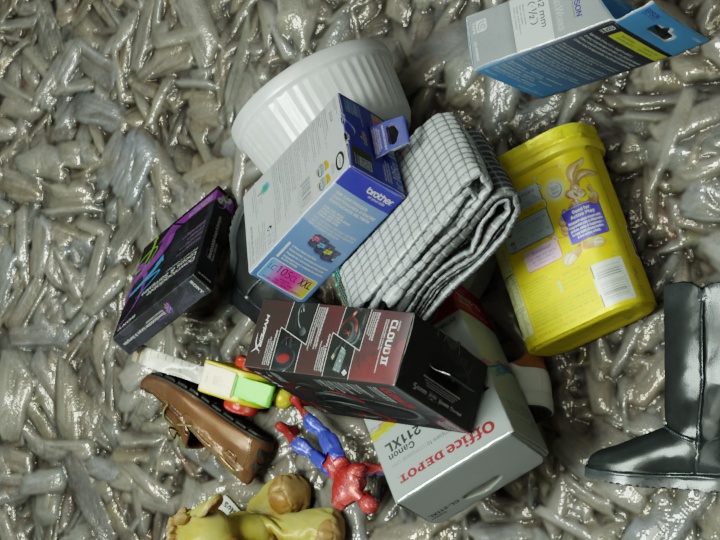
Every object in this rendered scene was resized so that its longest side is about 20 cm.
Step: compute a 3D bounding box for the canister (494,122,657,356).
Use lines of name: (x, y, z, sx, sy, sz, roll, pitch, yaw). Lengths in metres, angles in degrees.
canister: (0.206, -0.029, 1.540, 0.148, 0.086, 0.200, -28, 70, 30)

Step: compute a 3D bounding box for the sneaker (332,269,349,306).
sneaker: (0.000, 0.000, 1.650, 0.091, 0.078, 0.201, 1, 75, 40)

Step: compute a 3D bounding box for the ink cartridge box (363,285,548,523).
ink cartridge box: (0.081, 0.131, 1.522, 0.146, 0.083, 0.200, -34, 53, 16)

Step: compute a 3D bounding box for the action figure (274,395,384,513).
action figure: (-0.011, 0.216, 1.678, 0.065, 0.099, 0.200, -63, 33, 14)

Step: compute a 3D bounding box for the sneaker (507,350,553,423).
sneaker: (0.115, 0.135, 1.599, 0.200, 0.073, 0.085, -17, 57, 29)

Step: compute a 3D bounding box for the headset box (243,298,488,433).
headset box: (0.015, 0.092, 1.435, 0.200, 0.149, 0.075, 4, 70, 35)

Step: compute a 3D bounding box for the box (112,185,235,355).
box: (-0.221, -0.002, 1.796, 0.143, 0.036, 0.200, -37, 25, 25)

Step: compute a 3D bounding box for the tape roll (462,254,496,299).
tape roll: (0.060, -0.030, 1.672, 0.202, 0.037, 0.203, -5, 81, 34)

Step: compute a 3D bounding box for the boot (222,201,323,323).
boot: (-0.072, 0.026, 1.709, 0.200, 0.066, 0.165, 44, 138, 35)

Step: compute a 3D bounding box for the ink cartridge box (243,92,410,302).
ink cartridge box: (-0.031, -0.085, 1.531, 0.200, 0.076, 0.137, -47, 31, 27)

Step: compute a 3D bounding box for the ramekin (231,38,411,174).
ramekin: (-0.034, -0.161, 1.668, 0.202, 0.202, 0.094, -38, 75, 25)

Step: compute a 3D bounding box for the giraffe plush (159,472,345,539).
giraffe plush: (-0.141, 0.307, 1.687, 0.200, 0.162, 0.173, 18, 94, 35)

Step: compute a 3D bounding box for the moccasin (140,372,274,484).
moccasin: (-0.192, 0.187, 1.802, 0.201, 0.074, 0.078, 32, 93, 24)

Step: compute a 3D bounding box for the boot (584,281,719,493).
boot: (0.302, 0.110, 1.462, 0.164, 0.066, 0.201, 0, 86, 27)

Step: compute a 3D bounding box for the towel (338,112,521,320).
towel: (0.066, -0.042, 1.500, 0.200, 0.085, 0.166, -51, 27, 18)

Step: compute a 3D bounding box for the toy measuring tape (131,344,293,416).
toy measuring tape: (-0.169, 0.125, 1.774, 0.200, 0.074, 0.074, 16, 93, 14)

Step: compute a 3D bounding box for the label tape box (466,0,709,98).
label tape box: (0.229, -0.243, 1.518, 0.200, 0.143, 0.066, -17, 74, 32)
